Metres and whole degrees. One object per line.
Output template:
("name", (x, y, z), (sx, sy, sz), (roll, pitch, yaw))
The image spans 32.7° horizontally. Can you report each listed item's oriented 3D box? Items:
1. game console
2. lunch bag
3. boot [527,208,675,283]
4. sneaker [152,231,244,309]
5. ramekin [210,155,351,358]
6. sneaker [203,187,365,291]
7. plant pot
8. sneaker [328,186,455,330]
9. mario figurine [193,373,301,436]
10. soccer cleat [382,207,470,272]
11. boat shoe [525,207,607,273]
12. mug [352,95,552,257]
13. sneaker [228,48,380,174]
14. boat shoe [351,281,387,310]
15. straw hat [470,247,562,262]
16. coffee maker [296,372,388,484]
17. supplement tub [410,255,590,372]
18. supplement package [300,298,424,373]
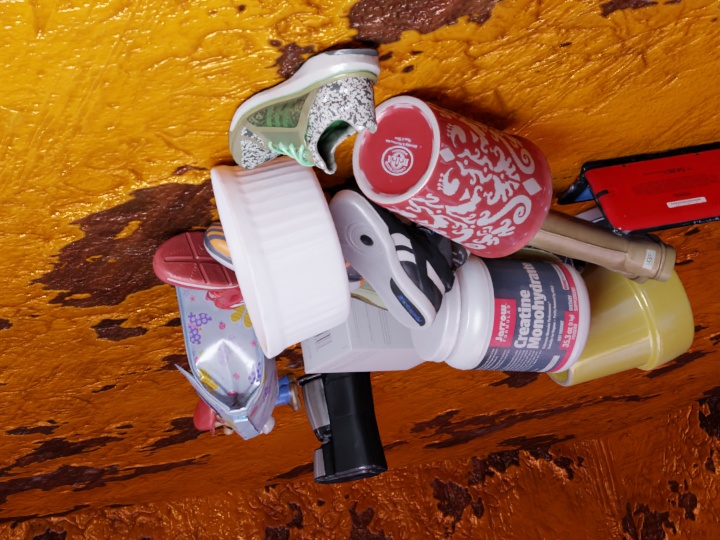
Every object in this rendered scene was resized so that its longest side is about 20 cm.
("game console", (0.369, -0.083, 1.526), (0.197, 0.174, 0.120), (-10, 137, -10))
("lunch bag", (-0.172, 0.110, 1.600), (0.125, 0.203, 0.170), (-12, 164, 0))
("boot", (0.286, -0.041, 1.569), (0.197, 0.067, 0.175), (15, 178, -4))
("sneaker", (-0.175, 0.015, 1.463), (0.198, 0.079, 0.116), (0, 147, -40))
("ramekin", (-0.080, -0.021, 1.261), (0.096, 0.203, 0.201), (-18, 164, -9))
("sneaker", (-0.075, -0.049, 1.398), (0.197, 0.078, 0.113), (9, 133, -12))
("plant pot", (0.344, 0.067, 1.763), (0.187, 0.203, 0.201), (-25, 166, -13))
("sneaker", (0.038, -0.040, 1.365), (0.072, 0.113, 0.201), (-3, 134, 37))
("mario figurine", (-0.204, 0.256, 2.222), (0.197, 0.108, 0.124), (-13, 165, -2))
("soccer cleat", (0.037, -0.048, 1.479), (0.197, 0.087, 0.070), (9, 136, 2))
("boat shoe", (0.289, -0.025, 1.714), (0.198, 0.069, 0.071), (-24, 152, 30))
("mug", (0.076, -0.089, 1.264), (0.176, 0.135, 0.199), (-25, 156, 31))
("sneaker", (-0.053, -0.125, 1.118), (0.076, 0.090, 0.199), (2, 158, -40))
("boat shoe", (0.000, 0.000, 1.533), (0.199, 0.067, 0.071), (18, -170, 30))
("straw hat", (0.172, -0.008, 1.652), (0.198, 0.086, 0.202), (-7, 146, -5))
("coffee maker", (-0.014, 0.279, 2.263), (0.191, 0.203, 0.134), (-25, 160, 37))
("supplement tub", (0.174, 0.055, 1.538), (0.197, 0.142, 0.140), (3, 159, -20))
("supplement package", (0.018, 0.076, 1.775), (0.198, 0.119, 0.117), (3, 158, -39))
